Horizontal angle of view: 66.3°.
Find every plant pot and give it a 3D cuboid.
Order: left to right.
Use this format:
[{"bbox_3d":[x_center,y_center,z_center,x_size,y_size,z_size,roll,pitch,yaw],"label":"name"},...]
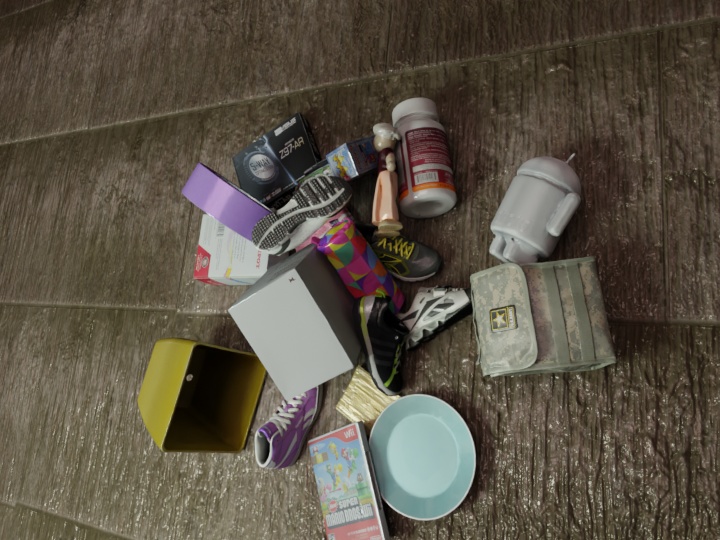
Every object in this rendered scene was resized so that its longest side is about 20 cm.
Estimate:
[{"bbox_3d":[-0.336,0.237,1.118,0.173,0.198,0.205,12,82,39],"label":"plant pot"}]

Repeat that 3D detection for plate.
[{"bbox_3d":[0.105,0.318,0.950,0.195,0.025,0.206,-7,75,25],"label":"plate"}]

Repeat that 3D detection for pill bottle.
[{"bbox_3d":[0.115,-0.212,1.041,0.107,0.109,0.205,-13,72,23],"label":"pill bottle"}]

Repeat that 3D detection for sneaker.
[{"bbox_3d":[-0.138,0.278,1.046,0.071,0.114,0.205,13,82,29],"label":"sneaker"},{"bbox_3d":[-0.099,-0.096,0.982,0.197,0.080,0.075,-30,72,3],"label":"sneaker"},{"bbox_3d":[0.050,0.130,0.964,0.081,0.072,0.204,-14,110,21],"label":"sneaker"},{"bbox_3d":[0.054,-0.038,1.029,0.195,0.085,0.076,14,70,19],"label":"sneaker"},{"bbox_3d":[0.144,0.055,0.982,0.198,0.074,0.090,-34,67,15],"label":"sneaker"}]

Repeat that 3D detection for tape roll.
[{"bbox_3d":[-0.237,-0.121,1.048,0.198,0.199,0.066,35,92,29],"label":"tape roll"}]

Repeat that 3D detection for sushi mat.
[{"bbox_3d":[0.046,0.270,1.012,0.198,0.012,0.097,32,91,28],"label":"sushi mat"}]

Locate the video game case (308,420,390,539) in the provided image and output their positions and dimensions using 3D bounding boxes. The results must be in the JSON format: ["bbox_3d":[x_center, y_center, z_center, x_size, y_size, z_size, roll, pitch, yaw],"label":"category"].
[{"bbox_3d":[-0.025,0.392,0.993,0.142,0.017,0.205,-31,64,37],"label":"video game case"}]

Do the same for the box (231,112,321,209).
[{"bbox_3d":[-0.183,-0.231,1.232,0.197,0.043,0.163,-28,67,18],"label":"box"}]

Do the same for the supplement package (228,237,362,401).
[{"bbox_3d":[-0.097,0.080,0.985,0.145,0.200,0.194,-28,101,17],"label":"supplement package"}]

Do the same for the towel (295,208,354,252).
[{"bbox_3d":[-0.049,-0.028,1.124,0.145,0.030,0.202,-38,64,13],"label":"towel"}]

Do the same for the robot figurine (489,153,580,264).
[{"bbox_3d":[0.294,-0.102,0.922,0.204,0.111,0.169,-63,28,0],"label":"robot figurine"}]

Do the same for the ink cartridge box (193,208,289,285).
[{"bbox_3d":[-0.254,-0.046,1.199,0.195,0.083,0.150,-1,75,26],"label":"ink cartridge box"}]

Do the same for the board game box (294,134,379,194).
[{"bbox_3d":[-0.033,-0.198,1.060,0.196,0.200,0.063,-23,96,19],"label":"board game box"}]

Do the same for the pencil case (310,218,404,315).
[{"bbox_3d":[0.000,0.000,0.996,0.087,0.201,0.089,-31,22,15],"label":"pencil case"}]

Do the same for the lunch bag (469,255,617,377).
[{"bbox_3d":[0.272,0.076,0.863,0.194,0.118,0.169,-6,73,5],"label":"lunch bag"}]

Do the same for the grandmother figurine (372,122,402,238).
[{"bbox_3d":[0.046,-0.169,0.980,0.059,0.121,0.206,1,75,-12],"label":"grandmother figurine"}]
